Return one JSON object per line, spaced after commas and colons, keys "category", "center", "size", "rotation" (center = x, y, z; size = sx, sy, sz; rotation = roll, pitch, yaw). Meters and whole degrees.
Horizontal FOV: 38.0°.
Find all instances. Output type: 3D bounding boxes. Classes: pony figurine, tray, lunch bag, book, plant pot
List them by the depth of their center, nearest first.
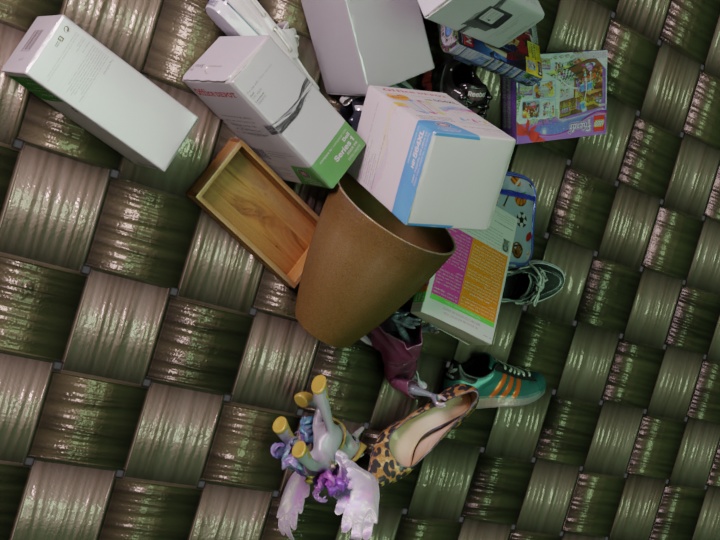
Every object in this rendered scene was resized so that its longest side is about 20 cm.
{"category": "plant pot", "center": [0.000, 0.000, 1.417], "size": [0.186, 0.187, 0.200], "rotation": [16, 116, -35]}
{"category": "tray", "center": [-0.132, -0.076, 1.421], "size": [0.200, 0.037, 0.099], "rotation": [44, 75, -31]}
{"category": "pony figurine", "center": [-0.052, 0.272, 1.482], "size": [0.200, 0.166, 0.194], "rotation": [56, 42, -46]}
{"category": "book", "center": [0.151, -0.010, 1.501], "size": [0.133, 0.048, 0.201], "rotation": [28, 70, -33]}
{"category": "lunch bag", "center": [0.180, -0.088, 1.599], "size": [0.199, 0.075, 0.161], "rotation": [9, 85, -36]}

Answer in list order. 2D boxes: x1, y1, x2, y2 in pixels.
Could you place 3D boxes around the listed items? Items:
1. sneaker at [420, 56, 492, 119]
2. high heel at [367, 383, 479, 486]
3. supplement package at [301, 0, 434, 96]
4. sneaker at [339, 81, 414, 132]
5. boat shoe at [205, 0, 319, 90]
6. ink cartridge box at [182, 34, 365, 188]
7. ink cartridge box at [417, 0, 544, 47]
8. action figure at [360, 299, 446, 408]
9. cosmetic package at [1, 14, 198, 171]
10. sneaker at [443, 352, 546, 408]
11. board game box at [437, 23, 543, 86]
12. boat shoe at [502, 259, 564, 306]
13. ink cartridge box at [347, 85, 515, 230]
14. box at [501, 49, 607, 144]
{"category": "sneaker", "center": [0.147, -0.219, 1.506], "size": [0.071, 0.098, 0.201], "rotation": [-6, 81, -34]}
{"category": "high heel", "center": [0.092, 0.242, 1.553], "size": [0.071, 0.143, 0.200], "rotation": [49, 52, -1]}
{"category": "supplement package", "center": [0.002, -0.348, 1.404], "size": [0.117, 0.117, 0.201], "rotation": [-26, 113, -28]}
{"category": "sneaker", "center": [0.010, -0.165, 1.476], "size": [0.129, 0.080, 0.200], "rotation": [-9, 124, -16]}
{"category": "boat shoe", "center": [-0.113, -0.297, 1.371], "size": [0.200, 0.072, 0.066], "rotation": [42, 81, -24]}
{"category": "ink cartridge box", "center": [-0.111, -0.204, 1.341], "size": [0.084, 0.146, 0.200], "rotation": [-53, 123, -14]}
{"category": "ink cartridge box", "center": [0.138, -0.388, 1.359], "size": [0.200, 0.083, 0.146], "rotation": [2, 63, -54]}
{"category": "action figure", "center": [0.053, 0.128, 1.548], "size": [0.148, 0.134, 0.201], "rotation": [-3, 137, 5]}
{"category": "cosmetic package", "center": [-0.305, -0.208, 1.236], "size": [0.200, 0.107, 0.085], "rotation": [37, 79, -32]}
{"category": "sneaker", "center": [0.222, 0.172, 1.688], "size": [0.199, 0.071, 0.080], "rotation": [-3, 106, -32]}
{"category": "board game box", "center": [0.157, -0.368, 1.495], "size": [0.199, 0.062, 0.201], "rotation": [15, 57, -26]}
{"category": "boat shoe", "center": [0.265, 0.021, 1.686], "size": [0.199, 0.068, 0.074], "rotation": [4, 98, -34]}
{"category": "ink cartridge box", "center": [0.080, -0.152, 1.347], "size": [0.128, 0.200, 0.126], "rotation": [1, 117, -31]}
{"category": "box", "center": [0.311, -0.279, 1.673], "size": [0.199, 0.039, 0.138], "rotation": [-10, 105, -32]}
